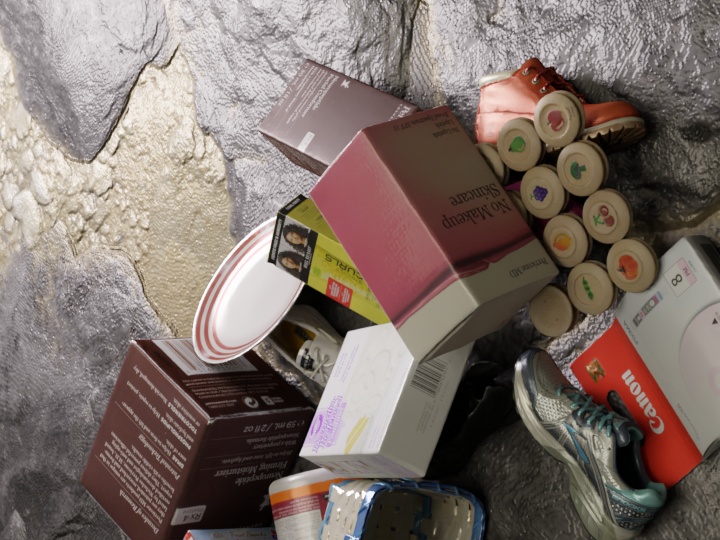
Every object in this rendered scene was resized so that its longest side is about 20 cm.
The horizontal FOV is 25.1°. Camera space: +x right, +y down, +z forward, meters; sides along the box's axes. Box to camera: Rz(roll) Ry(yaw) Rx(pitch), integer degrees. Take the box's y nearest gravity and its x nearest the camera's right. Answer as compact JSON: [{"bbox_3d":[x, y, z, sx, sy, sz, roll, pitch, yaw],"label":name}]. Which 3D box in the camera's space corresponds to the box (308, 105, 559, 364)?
[{"bbox_3d":[0.068,-0.036,1.508,0.201,0.127,0.109,56,135,14],"label":"box"}]

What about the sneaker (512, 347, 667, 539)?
[{"bbox_3d":[0.221,0.151,1.515,0.086,0.077,0.201,-44,71,40],"label":"sneaker"}]

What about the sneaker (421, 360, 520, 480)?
[{"bbox_3d":[0.092,0.153,1.618,0.200,0.104,0.060,-42,63,36],"label":"sneaker"}]

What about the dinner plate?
[{"bbox_3d":[-0.114,0.022,1.817,0.200,0.024,0.201,-36,34,29],"label":"dinner plate"}]

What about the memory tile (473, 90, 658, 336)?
[{"bbox_3d":[0.181,-0.050,1.502,0.153,0.017,0.201,-31,82,41],"label":"memory tile"}]

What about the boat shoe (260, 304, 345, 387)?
[{"bbox_3d":[-0.039,0.098,1.766,0.200,0.069,0.071,40,117,37],"label":"boat shoe"}]

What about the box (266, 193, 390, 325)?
[{"bbox_3d":[0.000,0.000,1.687,0.199,0.050,0.076,29,129,17],"label":"box"}]

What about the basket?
[{"bbox_3d":[0.062,0.280,1.607,0.199,0.175,0.141,3,82,58],"label":"basket"}]

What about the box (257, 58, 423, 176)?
[{"bbox_3d":[-0.010,-0.141,1.696,0.199,0.075,0.101,29,81,45],"label":"box"}]

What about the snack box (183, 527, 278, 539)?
[{"bbox_3d":[-0.152,0.381,1.809,0.068,0.168,0.201,50,122,41],"label":"snack box"}]

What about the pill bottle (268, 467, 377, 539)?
[{"bbox_3d":[-0.028,0.316,1.732,0.109,0.109,0.202,-22,76,42],"label":"pill bottle"}]

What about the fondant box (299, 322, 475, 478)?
[{"bbox_3d":[0.023,0.128,1.606,0.200,0.058,0.145,-18,47,65],"label":"fondant box"}]

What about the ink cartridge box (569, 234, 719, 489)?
[{"bbox_3d":[0.282,0.092,1.474,0.200,0.057,0.163,-45,61,29],"label":"ink cartridge box"}]

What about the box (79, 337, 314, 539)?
[{"bbox_3d":[-0.187,0.200,1.845,0.164,0.165,0.201,38,116,36],"label":"box"}]

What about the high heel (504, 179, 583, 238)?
[{"bbox_3d":[0.129,-0.045,1.579,0.199,0.096,0.068,10,132,51],"label":"high heel"}]

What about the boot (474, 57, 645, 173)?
[{"bbox_3d":[0.185,-0.156,1.549,0.199,0.075,0.108,-4,83,45],"label":"boot"}]
